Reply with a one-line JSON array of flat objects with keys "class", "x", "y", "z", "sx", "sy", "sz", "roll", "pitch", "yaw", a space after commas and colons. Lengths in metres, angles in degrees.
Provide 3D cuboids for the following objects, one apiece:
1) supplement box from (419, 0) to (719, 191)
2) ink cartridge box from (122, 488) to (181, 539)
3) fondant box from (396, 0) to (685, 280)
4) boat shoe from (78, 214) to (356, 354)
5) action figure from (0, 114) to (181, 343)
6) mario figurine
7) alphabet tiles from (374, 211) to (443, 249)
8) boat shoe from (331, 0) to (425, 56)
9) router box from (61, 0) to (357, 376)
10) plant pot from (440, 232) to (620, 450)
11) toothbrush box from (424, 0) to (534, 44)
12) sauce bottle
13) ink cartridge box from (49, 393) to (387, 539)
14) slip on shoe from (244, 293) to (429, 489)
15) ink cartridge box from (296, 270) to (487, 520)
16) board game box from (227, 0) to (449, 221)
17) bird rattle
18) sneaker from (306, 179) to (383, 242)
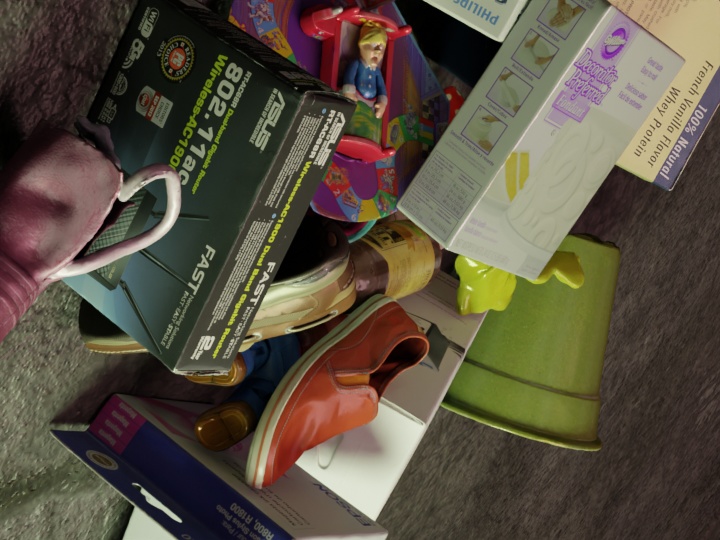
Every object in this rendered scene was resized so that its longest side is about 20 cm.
[{"class": "supplement box", "x": 0.190, "y": -0.205, "z": 1.298, "sx": 0.198, "sy": 0.134, "sz": 0.201, "roll": 22, "pitch": 103, "yaw": -30}, {"class": "ink cartridge box", "x": -0.140, "y": 0.266, "z": 1.368, "sx": 0.146, "sy": 0.083, "sz": 0.202, "roll": 18, "pitch": 93, "yaw": -62}, {"class": "fondant box", "x": 0.131, "y": -0.099, "z": 1.175, "sx": 0.201, "sy": 0.058, "sz": 0.144, "roll": -57, "pitch": 149, "yaw": 11}, {"class": "boat shoe", "x": -0.095, "y": 0.027, "z": 1.136, "sx": 0.198, "sy": 0.076, "sz": 0.074, "roll": -13, "pitch": 136, "yaw": 12}, {"class": "action figure", "x": -0.212, "y": 0.010, "z": 0.976, "sx": 0.201, "sy": 0.148, "sz": 0.134, "roll": -58, "pitch": 161, "yaw": -27}, {"class": "mario figurine", "x": -0.085, "y": 0.076, "z": 1.290, "sx": 0.200, "sy": 0.105, "sz": 0.124, "roll": -28, "pitch": 144, "yaw": -64}, {"class": "alphabet tiles", "x": 0.042, "y": -0.053, "z": 1.433, "sx": 0.200, "sy": 0.015, "sz": 0.196, "roll": -46, "pitch": 151, "yaw": -19}, {"class": "boat shoe", "x": 0.021, "y": -0.153, "z": 1.234, "sx": 0.065, "sy": 0.073, "sz": 0.200, "roll": -55, "pitch": 152, "yaw": 8}, {"class": "router box", "x": -0.110, "y": -0.056, "z": 1.048, "sx": 0.062, "sy": 0.149, "sz": 0.202, "roll": 4, "pitch": 116, "yaw": -57}, {"class": "plant pot", "x": 0.165, "y": 0.049, "z": 1.581, "sx": 0.199, "sy": 0.199, "sz": 0.192, "roll": 7, "pitch": 102, "yaw": -59}, {"class": "toothbrush box", "x": 0.107, "y": -0.274, "z": 1.167, "sx": 0.086, "sy": 0.145, "sz": 0.201, "roll": 12, "pitch": 109, "yaw": -60}, {"class": "sauce bottle", "x": 0.000, "y": 0.000, "z": 1.313, "sx": 0.200, "sy": 0.064, "sz": 0.065, "roll": -18, "pitch": 135, "yaw": -63}, {"class": "ink cartridge box", "x": -0.102, "y": 0.160, "z": 1.235, "sx": 0.044, "sy": 0.196, "sz": 0.199, "roll": -60, "pitch": 152, "yaw": 7}, {"class": "slip on shoe", "x": -0.017, "y": 0.093, "z": 1.232, "sx": 0.200, "sy": 0.061, "sz": 0.075, "roll": -43, "pitch": 155, "yaw": -37}, {"class": "ink cartridge box", "x": 0.024, "y": 0.107, "z": 1.410, "sx": 0.147, "sy": 0.085, "sz": 0.200, "roll": -64, "pitch": 176, "yaw": 35}, {"class": "board game box", "x": -0.003, "y": -0.135, "z": 1.123, "sx": 0.158, "sy": 0.039, "sz": 0.201, "roll": -43, "pitch": 109, "yaw": -35}, {"class": "bird rattle", "x": 0.107, "y": -0.067, "z": 1.402, "sx": 0.201, "sy": 0.112, "sz": 0.163, "roll": 64, "pitch": 21, "yaw": -16}, {"class": "sneaker", "x": -0.034, "y": -0.054, "z": 1.199, "sx": 0.084, "sy": 0.120, "sz": 0.200, "roll": -50, "pitch": 152, "yaw": -11}]
